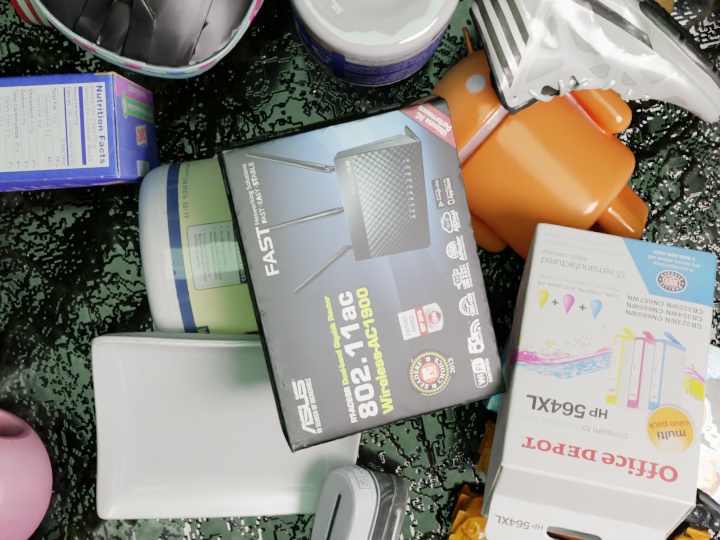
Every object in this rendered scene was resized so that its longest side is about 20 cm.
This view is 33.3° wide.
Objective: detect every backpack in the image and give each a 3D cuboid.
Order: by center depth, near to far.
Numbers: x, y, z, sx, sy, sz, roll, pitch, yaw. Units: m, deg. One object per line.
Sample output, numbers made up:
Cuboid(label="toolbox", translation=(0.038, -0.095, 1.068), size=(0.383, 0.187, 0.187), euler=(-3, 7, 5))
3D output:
Cuboid(label="backpack", translation=(-0.138, -0.236, 0.825), size=(0.176, 0.150, 0.202), euler=(20, 88, -14))

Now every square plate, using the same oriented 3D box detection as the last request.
Cuboid(label="square plate", translation=(-0.095, 0.112, 0.881), size=(0.195, 0.029, 0.202), euler=(0, 133, -11))

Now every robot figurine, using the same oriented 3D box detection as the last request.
Cuboid(label="robot figurine", translation=(0.123, -0.083, 0.902), size=(0.200, 0.144, 0.117), euler=(43, 65, -1))
Cuboid(label="robot figurine", translation=(0.175, 0.188, 0.914), size=(0.197, 0.058, 0.146), euler=(18, 123, 0))

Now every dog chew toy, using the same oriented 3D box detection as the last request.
Cuboid(label="dog chew toy", translation=(-0.308, 0.204, 0.900), size=(0.123, 0.125, 0.202), euler=(20, 97, 0))

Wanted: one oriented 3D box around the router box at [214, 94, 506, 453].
Cuboid(label="router box", translation=(0.000, 0.000, 0.784), size=(0.148, 0.062, 0.203), euler=(-14, 98, -8))

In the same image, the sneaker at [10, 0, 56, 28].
Cuboid(label="sneaker", translation=(-0.233, -0.284, 0.918), size=(0.114, 0.078, 0.203), euler=(2, 89, -2))

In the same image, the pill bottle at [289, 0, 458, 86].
Cuboid(label="pill bottle", translation=(0.008, -0.196, 0.858), size=(0.118, 0.200, 0.122), euler=(0, 90, -1))

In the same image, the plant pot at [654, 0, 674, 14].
Cuboid(label="plant pot", translation=(0.166, -0.265, 0.885), size=(0.184, 0.187, 0.203), euler=(-10, 107, 0))

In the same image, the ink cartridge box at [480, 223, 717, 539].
Cuboid(label="ink cartridge box", translation=(0.160, 0.093, 0.821), size=(0.127, 0.126, 0.202), euler=(10, 64, 5))

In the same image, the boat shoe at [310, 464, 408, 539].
Cuboid(label="boat shoe", translation=(-0.009, 0.247, 0.922), size=(0.070, 0.072, 0.202), euler=(9, 107, -32))

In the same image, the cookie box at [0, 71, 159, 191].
Cuboid(label="cookie box", translation=(-0.257, -0.095, 0.872), size=(0.197, 0.171, 0.076), euler=(-3, 93, -1))

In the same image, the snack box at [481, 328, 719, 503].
Cuboid(label="snack box", translation=(0.207, 0.092, 0.941), size=(0.198, 0.037, 0.117), euler=(23, 90, -1))

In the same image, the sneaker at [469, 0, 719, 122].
Cuboid(label="sneaker", translation=(0.158, -0.142, 0.830), size=(0.199, 0.076, 0.116), euler=(34, 113, -17))

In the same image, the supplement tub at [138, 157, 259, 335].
Cuboid(label="supplement tub", translation=(-0.053, -0.017, 0.885), size=(0.197, 0.145, 0.147), euler=(-8, 90, 0))
